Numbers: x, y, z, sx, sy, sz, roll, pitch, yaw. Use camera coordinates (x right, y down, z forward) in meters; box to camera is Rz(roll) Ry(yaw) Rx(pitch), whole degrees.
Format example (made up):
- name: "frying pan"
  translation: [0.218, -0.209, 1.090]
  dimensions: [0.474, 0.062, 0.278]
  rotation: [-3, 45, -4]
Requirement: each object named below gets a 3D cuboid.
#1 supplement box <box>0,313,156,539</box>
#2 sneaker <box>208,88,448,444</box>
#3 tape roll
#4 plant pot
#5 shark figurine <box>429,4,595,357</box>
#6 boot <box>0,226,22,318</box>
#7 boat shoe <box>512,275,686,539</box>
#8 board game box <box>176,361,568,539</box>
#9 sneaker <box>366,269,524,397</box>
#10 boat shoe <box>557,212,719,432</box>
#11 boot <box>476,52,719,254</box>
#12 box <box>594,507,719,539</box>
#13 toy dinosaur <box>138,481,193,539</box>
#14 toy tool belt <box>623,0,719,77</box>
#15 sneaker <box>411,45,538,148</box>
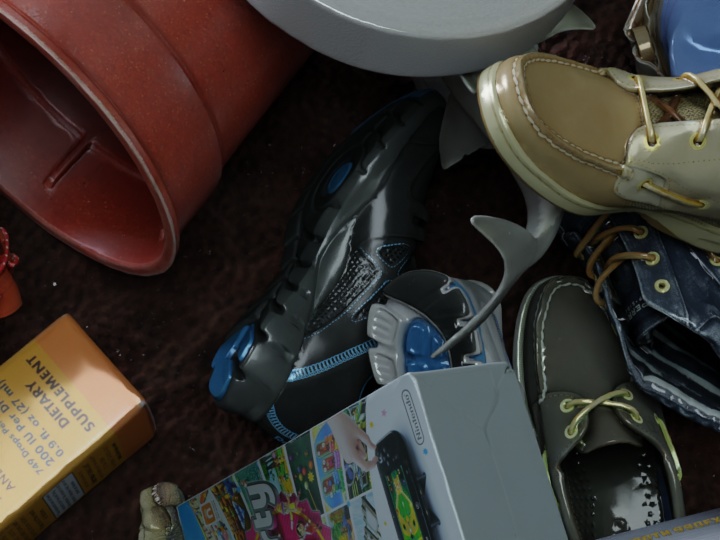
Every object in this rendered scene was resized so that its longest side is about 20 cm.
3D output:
- name: "supplement box"
  translation: [-0.196, 0.114, 0.988]
  dimensions: [0.200, 0.069, 0.067]
  rotation: [-42, 78, -11]
- name: "sneaker"
  translation: [0.000, 0.000, 1.041]
  dimensions: [0.082, 0.073, 0.201]
  rotation: [34, 75, -17]
- name: "tape roll"
  translation: [0.019, -0.184, 0.949]
  dimensions: [0.202, 0.037, 0.204]
  rotation: [7, 63, -13]
- name: "plant pot"
  translation: [-0.106, -0.136, 1.010]
  dimensions: [0.200, 0.201, 0.195]
  rotation: [39, 67, 8]
- name: "shark figurine"
  translation: [0.060, -0.061, 0.983]
  dimensions: [0.128, 0.089, 0.215]
  rotation: [5, 56, -35]
- name: "boot"
  translation: [-0.202, -0.029, 0.976]
  dimensions: [0.107, 0.200, 0.075]
  rotation: [28, 42, -1]
- name: "boat shoe"
  translation: [0.124, 0.093, 1.016]
  dimensions: [0.072, 0.060, 0.203]
  rotation: [-10, 75, -6]
- name: "board game box"
  translation: [0.008, 0.145, 0.924]
  dimensions: [0.064, 0.200, 0.148]
  rotation: [-4, 71, -38]
- name: "sneaker"
  translation: [0.056, 0.098, 1.008]
  dimensions: [0.075, 0.087, 0.201]
  rotation: [1, 94, 29]
- name: "boat shoe"
  translation: [0.136, -0.011, 1.011]
  dimensions: [0.200, 0.071, 0.091]
  rotation: [41, 39, 2]
- name: "boot"
  translation: [0.165, -0.076, 0.908]
  dimensions: [0.199, 0.155, 0.073]
  rotation: [19, 55, -38]
- name: "box"
  translation: [0.159, 0.218, 0.948]
  dimensions: [0.157, 0.048, 0.201]
  rotation: [-14, 101, -6]
- name: "toy dinosaur"
  translation: [-0.132, 0.195, 0.981]
  dimensions: [0.088, 0.047, 0.201]
  rotation: [10, 77, -8]
- name: "toy tool belt"
  translation: [0.199, -0.114, 1.047]
  dimensions: [0.124, 0.123, 0.201]
  rotation: [18, 74, 2]
- name: "sneaker"
  translation: [0.041, -0.154, 1.046]
  dimensions: [0.075, 0.081, 0.201]
  rotation: [-18, 102, 9]
